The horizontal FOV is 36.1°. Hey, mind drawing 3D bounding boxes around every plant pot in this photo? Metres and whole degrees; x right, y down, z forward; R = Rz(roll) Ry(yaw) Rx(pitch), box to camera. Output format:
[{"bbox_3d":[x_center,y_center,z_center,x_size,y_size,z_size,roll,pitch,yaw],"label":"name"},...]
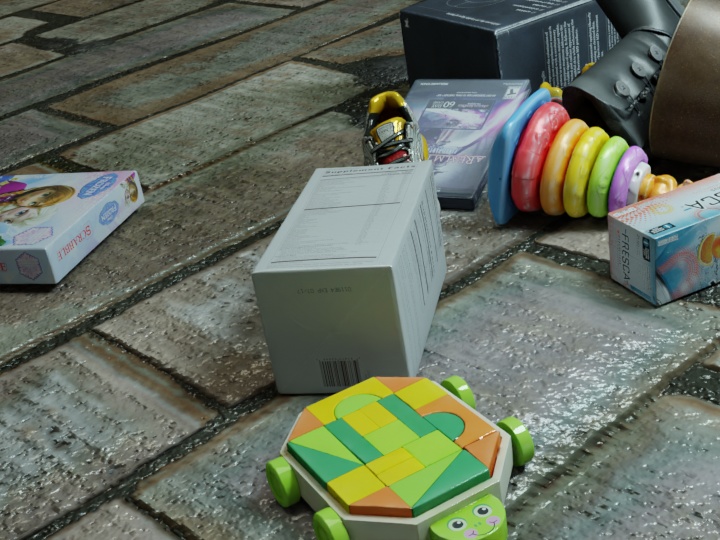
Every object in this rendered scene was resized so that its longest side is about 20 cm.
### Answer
[{"bbox_3d":[0.408,-0.168,1.059,0.199,0.188,0.187,23,39,26],"label":"plant pot"}]

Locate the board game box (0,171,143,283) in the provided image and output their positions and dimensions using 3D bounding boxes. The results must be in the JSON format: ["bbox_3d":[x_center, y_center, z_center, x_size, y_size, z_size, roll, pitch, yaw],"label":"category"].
[{"bbox_3d":[-0.369,-0.049,1.199,0.198,0.041,0.200,-1,28,18],"label":"board game box"}]

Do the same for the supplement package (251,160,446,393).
[{"bbox_3d":[0.000,0.000,0.908,0.113,0.110,0.200,-2,27,15],"label":"supplement package"}]

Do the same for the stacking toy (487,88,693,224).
[{"bbox_3d":[0.229,-0.088,1.037,0.199,0.117,0.110,19,39,26],"label":"stacking toy"}]

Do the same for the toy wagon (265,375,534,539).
[{"bbox_3d":[0.036,0.131,0.712,0.154,0.040,0.200,-22,28,-23],"label":"toy wagon"}]

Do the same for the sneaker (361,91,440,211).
[{"bbox_3d":[0.030,-0.104,1.112,0.077,0.082,0.201,-16,42,8],"label":"sneaker"}]

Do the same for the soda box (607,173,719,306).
[{"bbox_3d":[0.309,-0.039,0.932,0.199,0.064,0.068,-19,28,-17],"label":"soda box"}]

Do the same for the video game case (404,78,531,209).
[{"bbox_3d":[0.090,-0.143,1.205,0.142,0.019,0.201,5,47,28],"label":"video game case"}]

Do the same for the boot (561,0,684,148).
[{"bbox_3d":[0.258,-0.221,1.129,0.165,0.066,0.200,41,59,5],"label":"boot"}]

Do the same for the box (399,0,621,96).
[{"bbox_3d":[0.187,-0.280,1.375,0.196,0.125,0.200,-22,29,-25],"label":"box"}]

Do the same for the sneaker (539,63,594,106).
[{"bbox_3d":[0.280,-0.185,1.197,0.199,0.083,0.078,-17,27,-17],"label":"sneaker"}]
